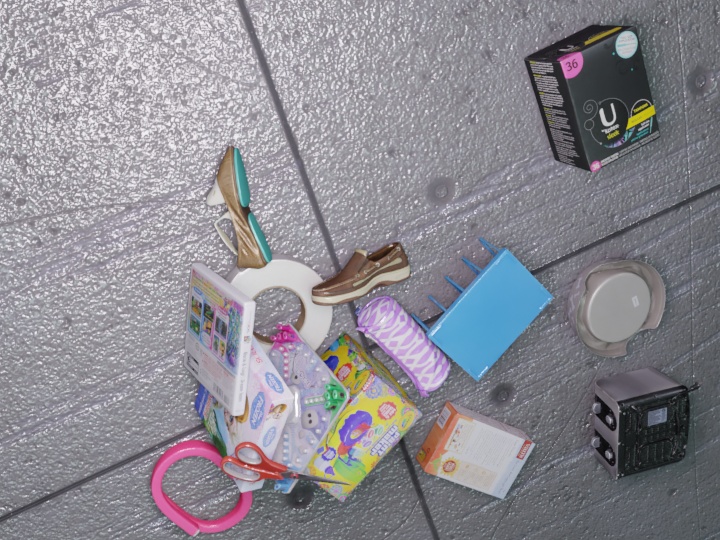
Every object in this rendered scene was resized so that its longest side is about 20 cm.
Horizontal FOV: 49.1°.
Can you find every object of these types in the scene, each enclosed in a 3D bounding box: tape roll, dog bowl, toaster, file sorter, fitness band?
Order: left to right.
[{"bbox_3d":[-0.283,0.390,1.403,0.144,0.037,0.200,-41,116,-2],"label":"fitness band"},{"bbox_3d":[-0.147,0.071,1.343,0.202,0.037,0.204,-6,110,-17],"label":"tape roll"},{"bbox_3d":[0.209,0.063,1.411,0.139,0.123,0.200,41,91,-24],"label":"file sorter"},{"bbox_3d":[0.495,0.066,1.542,0.199,0.059,0.201,-6,110,-17],"label":"dog bowl"},{"bbox_3d":[0.576,0.307,1.614,0.199,0.119,0.182,-11,111,-14],"label":"toaster"}]

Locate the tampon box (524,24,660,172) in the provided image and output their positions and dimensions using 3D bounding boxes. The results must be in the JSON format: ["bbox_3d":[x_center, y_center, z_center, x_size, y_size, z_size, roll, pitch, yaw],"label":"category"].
[{"bbox_3d":[0.398,-0.298,1.353,0.149,0.126,0.201,-28,113,-9],"label":"tampon box"}]

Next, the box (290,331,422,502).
[{"bbox_3d":[-0.029,0.245,1.353,0.200,0.193,0.122,-48,115,1],"label":"box"}]

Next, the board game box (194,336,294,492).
[{"bbox_3d":[-0.192,0.210,1.257,0.041,0.200,0.201,-4,128,-36],"label":"board game box"}]

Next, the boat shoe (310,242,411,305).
[{"bbox_3d":[-0.004,-0.001,1.336,0.202,0.075,0.075,-21,107,-38],"label":"boat shoe"}]

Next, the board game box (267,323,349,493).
[{"bbox_3d":[-0.125,0.217,1.273,0.026,0.200,0.201,18,109,-45],"label":"board game box"}]

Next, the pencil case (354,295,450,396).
[{"bbox_3d":[0.078,0.133,1.410,0.200,0.084,0.086,45,56,-24],"label":"pencil case"}]

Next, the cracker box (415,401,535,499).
[{"bbox_3d":[0.226,0.354,1.548,0.199,0.058,0.134,25,99,-23],"label":"cracker box"}]

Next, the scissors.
[{"bbox_3d":[-0.115,0.315,1.209,0.199,0.014,0.073,25,116,-17],"label":"scissors"}]

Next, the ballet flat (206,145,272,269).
[{"bbox_3d":[-0.202,-0.094,1.257,0.072,0.068,0.201,-14,106,8],"label":"ballet flat"}]

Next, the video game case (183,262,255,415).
[{"bbox_3d":[-0.226,0.103,1.240,0.024,0.200,0.183,-3,109,-35],"label":"video game case"}]
